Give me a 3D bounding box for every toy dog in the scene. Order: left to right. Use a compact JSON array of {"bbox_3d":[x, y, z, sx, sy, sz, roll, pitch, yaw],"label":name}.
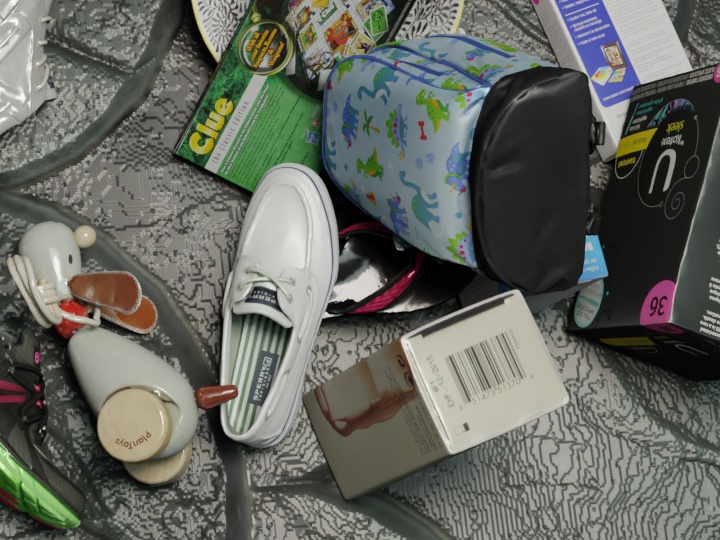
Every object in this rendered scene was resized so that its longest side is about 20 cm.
[{"bbox_3d":[-0.155,0.048,1.563,0.096,0.132,0.201,-28,97,-2],"label":"toy dog"}]

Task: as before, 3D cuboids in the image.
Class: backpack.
[{"bbox_3d":[0.063,-0.088,1.564,0.152,0.200,0.164,-9,119,-16],"label":"backpack"}]

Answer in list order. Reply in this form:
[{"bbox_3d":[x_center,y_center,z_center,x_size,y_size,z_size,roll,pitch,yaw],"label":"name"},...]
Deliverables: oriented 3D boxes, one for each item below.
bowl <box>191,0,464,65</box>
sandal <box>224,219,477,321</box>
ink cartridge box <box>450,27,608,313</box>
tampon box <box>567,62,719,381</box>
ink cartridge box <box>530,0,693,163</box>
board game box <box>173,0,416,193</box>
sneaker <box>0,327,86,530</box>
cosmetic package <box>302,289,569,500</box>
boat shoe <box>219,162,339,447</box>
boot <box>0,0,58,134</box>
[{"bbox_3d":[-0.023,-0.222,1.670,0.199,0.094,0.203,0,112,0],"label":"bowl"},{"bbox_3d":[0.000,0.000,1.630,0.198,0.045,0.076,-16,81,-2],"label":"sandal"},{"bbox_3d":[0.104,-0.072,1.684,0.066,0.116,0.202,-11,81,-26],"label":"ink cartridge box"},{"bbox_3d":[0.263,-0.032,1.698,0.125,0.150,0.202,21,78,-21],"label":"tampon box"},{"bbox_3d":[0.194,-0.193,1.796,0.094,0.037,0.201,-22,87,-23],"label":"ink cartridge box"},{"bbox_3d":[-0.044,-0.148,1.635,0.104,0.023,0.201,26,108,-13],"label":"board game box"},{"bbox_3d":[-0.239,0.085,1.538,0.083,0.077,0.201,-33,91,-21],"label":"sneaker"},{"bbox_3d":[0.047,0.088,1.577,0.103,0.200,0.088,-22,84,-26],"label":"cosmetic package"},{"bbox_3d":[-0.059,0.025,1.592,0.073,0.067,0.202,4,90,13],"label":"boat shoe"},{"bbox_3d":[-0.244,-0.159,1.609,0.096,0.073,0.200,47,74,-10],"label":"boot"}]
